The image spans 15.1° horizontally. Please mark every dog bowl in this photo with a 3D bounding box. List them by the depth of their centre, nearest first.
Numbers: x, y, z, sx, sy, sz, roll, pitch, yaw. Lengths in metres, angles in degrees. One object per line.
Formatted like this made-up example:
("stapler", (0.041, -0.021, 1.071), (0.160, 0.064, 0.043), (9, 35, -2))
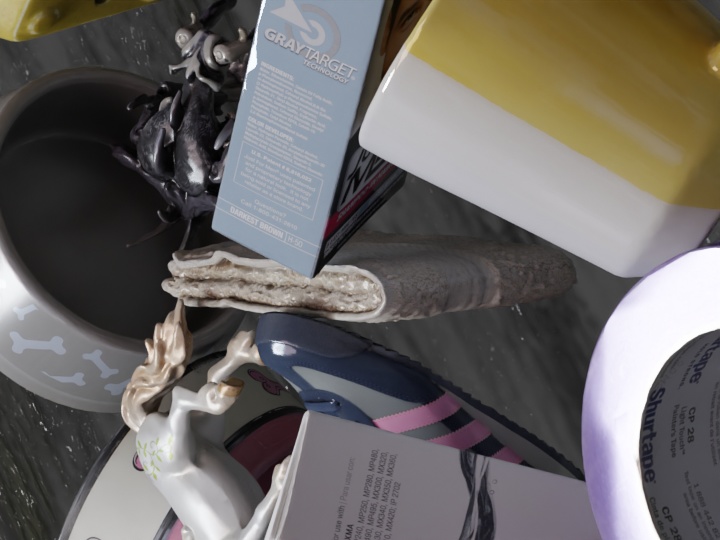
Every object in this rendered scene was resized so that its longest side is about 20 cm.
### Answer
("dog bowl", (-0.141, -0.024, 1.513), (0.059, 0.200, 0.200), (-37, 73, 49))
("dog bowl", (-0.084, 0.149, 1.517), (0.074, 0.200, 0.200), (29, 127, 24))

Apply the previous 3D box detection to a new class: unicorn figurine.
("unicorn figurine", (-0.068, 0.126, 1.388), (0.137, 0.074, 0.200), (-45, 52, 35))

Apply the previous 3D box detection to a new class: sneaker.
("sneaker", (0.023, 0.094, 1.343), (0.082, 0.200, 0.070), (-62, 18, -13))

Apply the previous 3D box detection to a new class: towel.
("towel", (0.000, 0.000, 1.391), (0.200, 0.133, 0.034), (4, 100, 51))

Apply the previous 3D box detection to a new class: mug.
("mug", (0.103, -0.079, 1.189), (0.153, 0.149, 0.187), (35, 166, 5))

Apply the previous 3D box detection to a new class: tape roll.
("tape roll", (0.192, 0.079, 1.139), (0.200, 0.085, 0.200), (16, 112, 45))

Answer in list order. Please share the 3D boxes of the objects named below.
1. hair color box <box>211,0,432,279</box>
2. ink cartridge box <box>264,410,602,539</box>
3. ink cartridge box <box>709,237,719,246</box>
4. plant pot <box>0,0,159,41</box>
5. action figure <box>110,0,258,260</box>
("hair color box", (-0.004, -0.105, 1.268), (0.061, 0.099, 0.200), (27, 130, 14))
("ink cartridge box", (0.048, 0.158, 1.263), (0.145, 0.200, 0.084), (108, 176, -50))
("ink cartridge box", (0.212, 0.049, 1.207), (0.200, 0.057, 0.163), (-41, 70, 42))
("plant pot", (-0.184, -0.242, 1.502), (0.200, 0.194, 0.196), (53, 139, 19))
("action figure", (-0.064, -0.100, 1.468), (0.119, 0.102, 0.200), (28, 109, 42))
